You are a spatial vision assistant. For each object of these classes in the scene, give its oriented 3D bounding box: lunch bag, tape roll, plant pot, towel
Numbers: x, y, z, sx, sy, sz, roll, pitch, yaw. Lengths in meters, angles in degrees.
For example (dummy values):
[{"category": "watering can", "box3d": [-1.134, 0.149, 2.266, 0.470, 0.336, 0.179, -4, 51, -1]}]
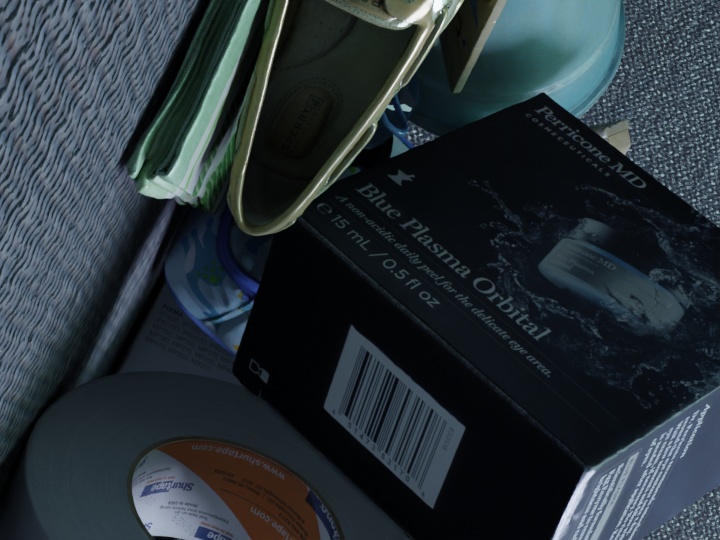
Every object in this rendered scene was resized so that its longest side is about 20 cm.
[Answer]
[{"category": "lunch bag", "box3d": [0.000, 0.000, 1.083, 0.082, 0.200, 0.161, -27, -153, 48]}, {"category": "tape roll", "box3d": [-0.067, 0.134, 0.890, 0.066, 0.200, 0.200, -62, 180, 29]}, {"category": "plant pot", "box3d": [0.094, -0.217, 1.319, 0.196, 0.200, 0.201, 92, 23, -68]}, {"category": "towel", "box3d": [-0.052, -0.098, 0.850, 0.200, 0.023, 0.153, 45, 71, -88]}]

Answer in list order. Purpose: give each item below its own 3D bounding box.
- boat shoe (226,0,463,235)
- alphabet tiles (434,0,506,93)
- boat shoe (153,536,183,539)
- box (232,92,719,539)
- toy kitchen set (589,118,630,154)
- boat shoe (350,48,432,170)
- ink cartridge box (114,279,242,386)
[{"category": "boat shoe", "box3d": [-0.005, -0.096, 0.775, 0.201, 0.073, 0.063, -57, -171, 43]}, {"category": "alphabet tiles", "box3d": [0.035, -0.176, 0.853, 0.200, 0.006, 0.167, 115, -35, -77]}, {"category": "boat shoe", "box3d": [-0.089, 0.122, 1.017, 0.199, 0.066, 0.075, -12, 104, -44]}, {"category": "box", "box3d": [0.081, 0.035, 0.948, 0.200, 0.197, 0.118, -25, 146, -41]}, {"category": "toy kitchen set", "box3d": [0.119, 0.003, 1.322, 0.200, 0.163, 0.181, -23, 99, -68]}, {"category": "boat shoe", "box3d": [0.000, -0.097, 0.921, 0.200, 0.068, 0.084, 100, 15, -83]}, {"category": "ink cartridge box", "box3d": [-0.116, 0.106, 1.145, 0.200, 0.085, 0.148, -62, 178, -17]}]
